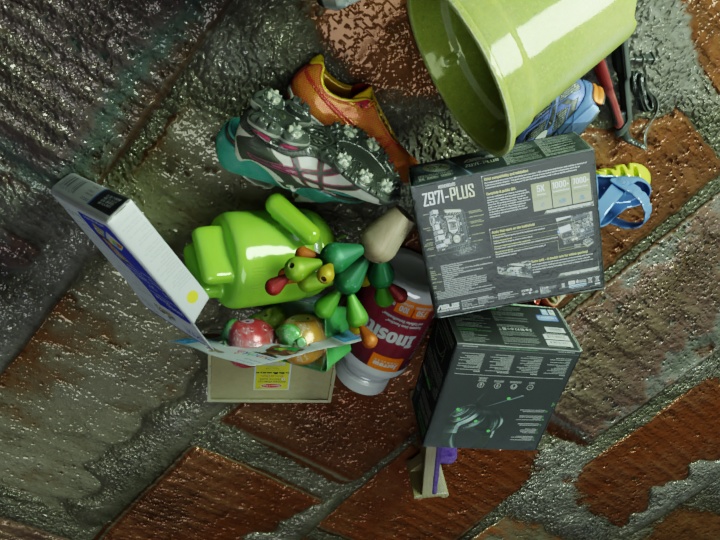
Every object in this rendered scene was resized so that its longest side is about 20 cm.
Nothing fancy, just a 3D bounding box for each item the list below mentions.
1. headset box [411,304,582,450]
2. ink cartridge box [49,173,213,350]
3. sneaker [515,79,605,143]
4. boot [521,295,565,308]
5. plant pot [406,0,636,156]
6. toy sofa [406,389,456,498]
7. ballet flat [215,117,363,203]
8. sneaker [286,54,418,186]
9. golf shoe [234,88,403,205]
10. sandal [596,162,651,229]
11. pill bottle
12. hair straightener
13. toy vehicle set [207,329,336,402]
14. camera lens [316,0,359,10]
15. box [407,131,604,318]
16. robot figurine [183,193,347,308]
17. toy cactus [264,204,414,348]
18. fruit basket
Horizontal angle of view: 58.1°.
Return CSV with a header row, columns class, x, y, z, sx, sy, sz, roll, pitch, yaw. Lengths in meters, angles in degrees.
class,x,y,z,sx,sy,sz,roll,pitch,yaw
headset box,0.175,0.152,0.885,0.171,0.093,0.202,4,123,-11
ink cartridge box,-0.260,-0.013,0.766,0.047,0.196,0.201,-48,130,-20
sneaker,0.213,-0.164,0.821,0.078,0.076,0.201,33,116,-6
boot,0.236,0.034,0.934,0.074,0.108,0.202,4,129,-23
plant pot,0.176,-0.255,0.681,0.183,0.201,0.202,-31,126,-1
toy sofa,0.134,0.298,1.118,0.096,0.083,0.202,-4,126,-6
ballet flat,-0.086,-0.123,0.800,0.198,0.068,0.070,20,144,-23
sneaker,0.006,-0.170,0.767,0.199,0.073,0.077,34,117,-29
golf shoe,-0.045,-0.124,0.729,0.198,0.078,0.088,27,140,-17
sandal,0.306,-0.093,0.867,0.197,0.088,0.080,-8,137,-2
pill bottle,0.037,0.077,0.924,0.111,0.114,0.202,13,122,-19
hair straightener,0.338,-0.233,0.802,0.076,0.041,0.201,-29,125,11
toy vehicle set,-0.135,0.150,0.998,0.197,0.027,0.126,3,125,-12
camera lens,0.019,-0.347,0.590,0.197,0.161,0.161,-21,126,5
box,0.165,-0.051,0.746,0.197,0.086,0.166,-11,113,8
robot figurine,-0.114,-0.017,0.810,0.198,0.117,0.175,-7,157,-32
toy cactus,0.000,0.000,0.744,0.199,0.103,0.165,25,114,-42
fruit basket,-0.114,0.079,0.828,0.198,0.184,0.095,-1,95,-45
